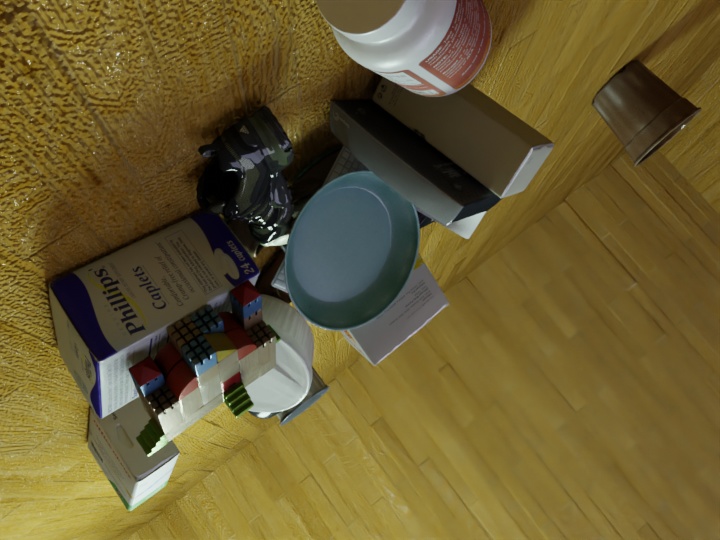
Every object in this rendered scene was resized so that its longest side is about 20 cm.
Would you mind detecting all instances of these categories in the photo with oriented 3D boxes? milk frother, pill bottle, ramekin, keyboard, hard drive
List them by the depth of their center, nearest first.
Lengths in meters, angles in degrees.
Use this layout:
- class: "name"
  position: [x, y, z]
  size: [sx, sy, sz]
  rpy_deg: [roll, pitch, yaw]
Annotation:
- class: "pill bottle"
  position: [0.041, -0.224, 0.576]
  size: [0.112, 0.113, 0.200]
  rpy_deg: [-43, 167, 20]
- class: "hard drive"
  position: [0.063, -0.129, 0.760]
  size: [0.134, 0.200, 0.043]
  rpy_deg: [-21, 147, -52]
- class: "keyboard"
  position: [-0.043, -0.060, 0.817]
  size: [0.056, 0.011, 0.202]
  rpy_deg: [25, 96, -38]
- class: "ramekin"
  position: [-0.164, 0.127, 1.057]
  size: [0.203, 0.201, 0.095]
  rpy_deg: [-48, -165, 38]
- class: "milk frother"
  position: [-0.197, 0.219, 1.278]
  size: [0.180, 0.189, 0.200]
  rpy_deg: [-27, 163, -39]

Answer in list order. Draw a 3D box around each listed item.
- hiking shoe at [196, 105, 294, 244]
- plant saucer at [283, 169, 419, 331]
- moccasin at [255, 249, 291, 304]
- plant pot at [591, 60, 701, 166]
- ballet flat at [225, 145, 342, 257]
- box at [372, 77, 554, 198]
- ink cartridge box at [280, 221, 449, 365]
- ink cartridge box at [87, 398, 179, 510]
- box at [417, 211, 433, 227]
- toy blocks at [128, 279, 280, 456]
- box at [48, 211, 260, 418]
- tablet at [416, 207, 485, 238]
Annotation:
- class: "hiking shoe"
  position: [-0.128, -0.088, 0.701]
  size: [0.100, 0.076, 0.201]
  rpy_deg: [-24, 155, -19]
- class: "plant saucer"
  position: [-0.014, -0.026, 0.807]
  size: [0.198, 0.036, 0.203]
  rpy_deg: [-15, 117, -32]
- class: "moccasin"
  position: [-0.113, 0.019, 1.067]
  size: [0.073, 0.078, 0.202]
  rpy_deg: [-23, 160, -50]
- class: "plant pot"
  position: [0.704, -0.402, 1.656]
  size: [0.199, 0.199, 0.200]
  rpy_deg: [-37, 168, -9]
- class: "ballet flat"
  position: [-0.076, -0.081, 0.836]
  size: [0.199, 0.072, 0.068]
  rpy_deg: [-35, 162, -20]
- class: "box"
  position: [0.115, -0.171, 0.755]
  size: [0.082, 0.200, 0.069]
  rpy_deg: [-19, 146, -54]
- class: "ink cartridge box"
  position: [0.000, 0.000, 0.938]
  size: [0.144, 0.201, 0.147]
  rpy_deg: [-38, -159, -8]
- class: "ink cartridge box"
  position: [-0.390, 0.303, 1.119]
  size: [0.084, 0.145, 0.200]
  rpy_deg: [-30, 164, -35]
- class: "box"
  position: [0.104, -0.162, 0.977]
  size: [0.132, 0.115, 0.200]
  rpy_deg: [-28, 165, -43]
- class: "toy blocks"
  position: [-0.166, 0.096, 0.711]
  size: [0.199, 0.100, 0.137]
  rpy_deg: [-34, 155, -26]
- class: "box"
  position: [-0.237, 0.050, 0.760]
  size: [0.199, 0.105, 0.184]
  rpy_deg: [-32, 165, -32]
- class: "tablet"
  position: [0.069, -0.110, 0.875]
  size: [0.014, 0.199, 0.130]
  rpy_deg: [-57, 174, -14]
